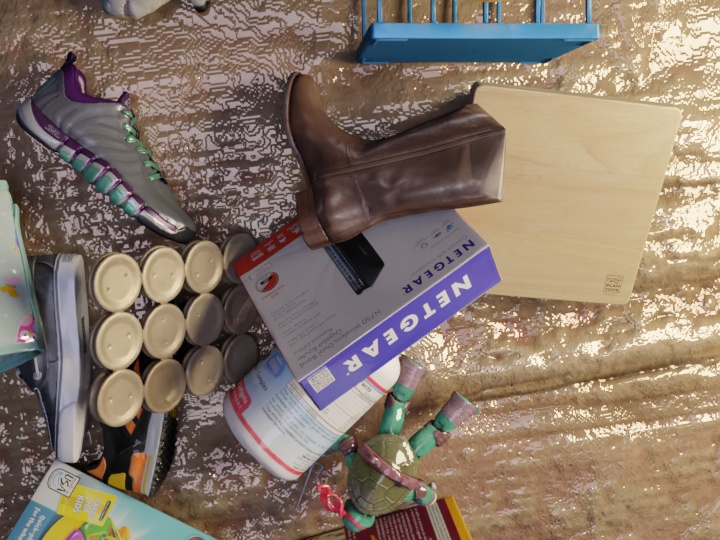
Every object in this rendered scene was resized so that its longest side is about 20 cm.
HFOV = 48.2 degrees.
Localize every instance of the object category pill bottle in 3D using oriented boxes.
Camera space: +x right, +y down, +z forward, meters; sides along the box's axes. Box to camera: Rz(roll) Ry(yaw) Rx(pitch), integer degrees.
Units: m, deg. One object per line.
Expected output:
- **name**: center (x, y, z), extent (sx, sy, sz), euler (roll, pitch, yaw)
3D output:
- **pill bottle**: center (-0.032, 0.100, 0.792), extent (0.200, 0.109, 0.109), euler (-44, 101, 2)

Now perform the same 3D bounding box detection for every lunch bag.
- **lunch bag**: center (-0.392, 0.021, 0.719), extent (0.197, 0.122, 0.173), euler (-17, 79, -2)

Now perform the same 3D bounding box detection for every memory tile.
- **memory tile**: center (-0.167, 0.050, 0.748), extent (0.017, 0.199, 0.157), euler (7, 102, 35)

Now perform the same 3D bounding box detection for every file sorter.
- **file sorter**: center (0.099, -0.261, 0.733), extent (0.196, 0.139, 0.125), euler (-1, 97, -6)

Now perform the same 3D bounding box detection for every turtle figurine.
- **turtle figurine**: center (0.028, 0.197, 0.824), extent (0.149, 0.101, 0.201), euler (36, 89, -10)

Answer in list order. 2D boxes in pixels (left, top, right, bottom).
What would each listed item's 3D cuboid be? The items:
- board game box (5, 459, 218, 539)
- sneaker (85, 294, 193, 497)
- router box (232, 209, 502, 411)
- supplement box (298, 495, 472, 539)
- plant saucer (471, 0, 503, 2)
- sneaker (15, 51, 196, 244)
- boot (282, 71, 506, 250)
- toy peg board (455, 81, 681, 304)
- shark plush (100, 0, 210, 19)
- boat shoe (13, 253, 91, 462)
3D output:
- **board game box**: center (-0.248, 0.299, 0.780), extent (0.197, 0.047, 0.153), euler (25, 61, 0)
- **sneaker**: center (-0.224, 0.119, 0.797), extent (0.088, 0.070, 0.204), euler (10, 95, 2)
- **router box**: center (0.000, 0.000, 0.739), extent (0.199, 0.180, 0.049), euler (-35, 134, -4)
- **supplement box**: center (0.023, 0.321, 0.832), extent (0.196, 0.110, 0.087), euler (-15, 101, -3)
- **plant saucer**: center (0.098, -0.300, 0.575), extent (0.196, 0.035, 0.204), euler (-3, 102, -12)
- **sneaker**: center (-0.222, -0.113, 0.758), extent (0.199, 0.074, 0.088), euler (40, 89, -10)
- **boot**: center (0.032, -0.125, 0.729), extent (0.197, 0.064, 0.190), euler (-16, 72, 20)
- **toy peg board**: center (0.183, -0.084, 0.805), extent (0.196, 0.098, 0.203), euler (5, 114, -6)
- **shark plush**: center (-0.187, -0.331, 0.731), extent (0.082, 0.091, 0.204), euler (14, 104, 23)
- **boat shoe**: center (-0.302, 0.086, 0.781), extent (0.066, 0.072, 0.204), euler (-1, 97, -7)
